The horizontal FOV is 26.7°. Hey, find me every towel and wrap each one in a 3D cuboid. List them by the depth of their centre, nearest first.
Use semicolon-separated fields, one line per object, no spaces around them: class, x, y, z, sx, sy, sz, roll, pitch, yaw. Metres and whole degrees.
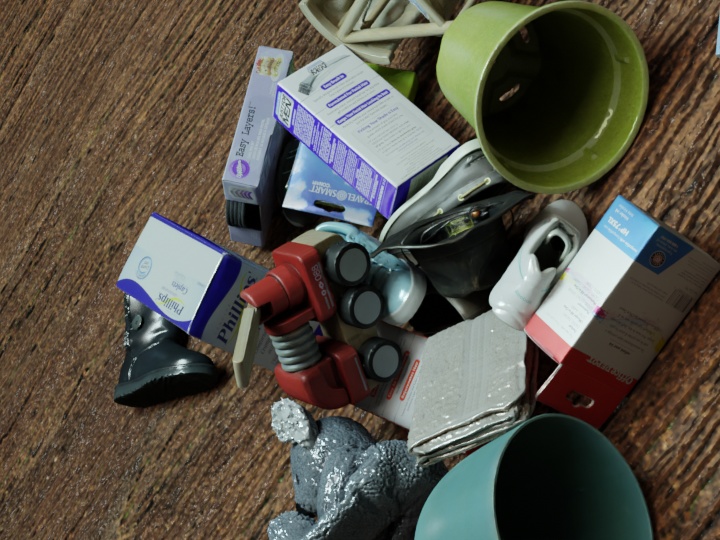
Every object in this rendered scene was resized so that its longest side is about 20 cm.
towel;0.112;0.103;1.493;0.132;0.035;0.201;-25;26;22

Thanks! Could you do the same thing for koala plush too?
koala plush;-0.009;0.222;1.602;0.184;0.177;0.200;-52;37;8

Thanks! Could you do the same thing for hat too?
hat;0.103;-0.017;1.564;0.200;0.200;0.082;-12;100;43

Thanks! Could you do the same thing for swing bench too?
swing bench;0.065;-0.357;1.782;0.200;0.130;0.199;-18;32;55

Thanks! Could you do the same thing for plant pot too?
plant pot;0.145;0.251;1.404;0.161;0.200;0.202;-29;51;47
plant pot;0.174;-0.204;1.617;0.201;0.200;0.184;-59;30;7

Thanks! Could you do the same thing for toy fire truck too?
toy fire truck;-0.066;0.076;1.573;0.199;0.177;0.128;-29;23;-27

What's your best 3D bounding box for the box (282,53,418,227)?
box;-0.011;-0.153;1.836;0.121;0.048;0.202;12;77;13

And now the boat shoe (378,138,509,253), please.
boat shoe;0.091;-0.060;1.700;0.201;0.071;0.061;-49;55;34

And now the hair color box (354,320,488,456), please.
hair color box;0.081;0.129;1.627;0.199;0.061;0.102;19;85;49

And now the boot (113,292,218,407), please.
boot;-0.256;0.081;1.999;0.199;0.076;0.170;-20;61;47

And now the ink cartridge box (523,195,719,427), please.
ink cartridge box;0.240;0.043;1.457;0.201;0.116;0.067;-55;42;10

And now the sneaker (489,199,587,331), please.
sneaker;0.195;-0.020;1.515;0.080;0.070;0.201;-59;-3;39

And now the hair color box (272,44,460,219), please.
hair color box;0.005;-0.163;1.755;0.200;0.109;0.065;43;147;19

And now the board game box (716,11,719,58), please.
board game box;0.443;-0.282;1.467;0.199;0.034;0.136;-10;64;44

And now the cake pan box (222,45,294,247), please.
cake pan box;-0.124;-0.149;1.901;0.052;0.184;0.201;11;69;5

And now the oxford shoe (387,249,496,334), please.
oxford shoe;0.067;0.025;1.666;0.084;0.073;0.199;-43;29;-26

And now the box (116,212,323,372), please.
box;-0.157;0.033;1.823;0.183;0.199;0.106;26;89;50

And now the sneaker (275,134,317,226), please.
sneaker;-0.051;-0.153;1.901;0.079;0.075;0.202;9;88;30

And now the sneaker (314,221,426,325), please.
sneaker;0.000;0.000;1.658;0.074;0.082;0.200;-64;29;5
